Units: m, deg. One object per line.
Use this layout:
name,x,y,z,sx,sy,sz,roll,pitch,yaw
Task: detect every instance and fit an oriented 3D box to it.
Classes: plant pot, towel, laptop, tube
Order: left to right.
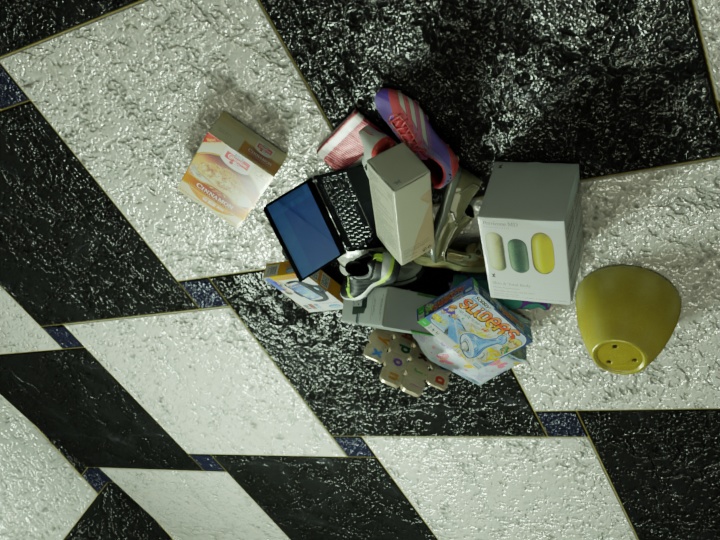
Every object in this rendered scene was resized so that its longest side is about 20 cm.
laptop,-0.055,-0.088,1.605,0.198,0.103,0.178,-8,120,33
tube,0.010,-0.116,1.647,0.199,0.052,0.058,39,99,-9
towel,0.027,-0.200,1.563,0.199,0.023,0.144,37,138,-15
plant pot,0.501,0.111,1.577,0.198,0.143,0.201,13,140,12

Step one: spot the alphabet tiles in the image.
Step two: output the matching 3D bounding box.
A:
alphabet tiles,0.108,0.181,1.805,0.194,0.201,0.015,22,135,0

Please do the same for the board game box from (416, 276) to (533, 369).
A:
board game box,0.221,0.106,1.596,0.135,0.035,0.200,-33,127,28

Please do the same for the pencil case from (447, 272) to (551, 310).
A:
pencil case,0.273,0.043,1.619,0.198,0.086,0.093,-5,132,5

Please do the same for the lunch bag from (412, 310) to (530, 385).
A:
lunch bag,0.232,0.134,1.754,0.199,0.128,0.170,25,144,-17

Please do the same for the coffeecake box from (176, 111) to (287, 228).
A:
coffeecake box,-0.261,-0.198,1.669,0.153,0.073,0.200,34,139,-10

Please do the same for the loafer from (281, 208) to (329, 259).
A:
loafer,-0.125,-0.088,1.736,0.070,0.068,0.201,48,146,5

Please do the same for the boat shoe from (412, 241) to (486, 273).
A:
boat shoe,0.194,-0.038,1.628,0.199,0.073,0.064,8,108,26

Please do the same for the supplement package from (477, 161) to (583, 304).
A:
supplement package,0.305,-0.067,1.468,0.150,0.151,0.201,5,137,23

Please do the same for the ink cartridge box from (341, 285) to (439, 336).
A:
ink cartridge box,0.066,0.082,1.716,0.145,0.084,0.200,11,175,-25

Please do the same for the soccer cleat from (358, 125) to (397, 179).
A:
soccer cleat,0.042,-0.183,1.517,0.085,0.068,0.201,46,167,33

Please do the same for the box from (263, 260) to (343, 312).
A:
box,-0.110,0.041,1.851,0.118,0.042,0.200,-7,146,36

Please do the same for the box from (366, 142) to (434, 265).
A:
box,0.073,-0.115,1.463,0.095,0.077,0.201,52,163,33

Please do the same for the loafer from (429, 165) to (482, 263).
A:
loafer,0.176,-0.096,1.540,0.069,0.075,0.201,14,125,0

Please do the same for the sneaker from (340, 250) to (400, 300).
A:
sneaker,0.000,0.000,1.629,0.082,0.072,0.200,19,151,-26

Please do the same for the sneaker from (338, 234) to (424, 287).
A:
sneaker,0.030,-0.033,1.699,0.199,0.076,0.116,7,140,28

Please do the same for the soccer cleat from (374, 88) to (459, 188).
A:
soccer cleat,0.094,-0.231,1.441,0.200,0.077,0.067,46,137,-14
